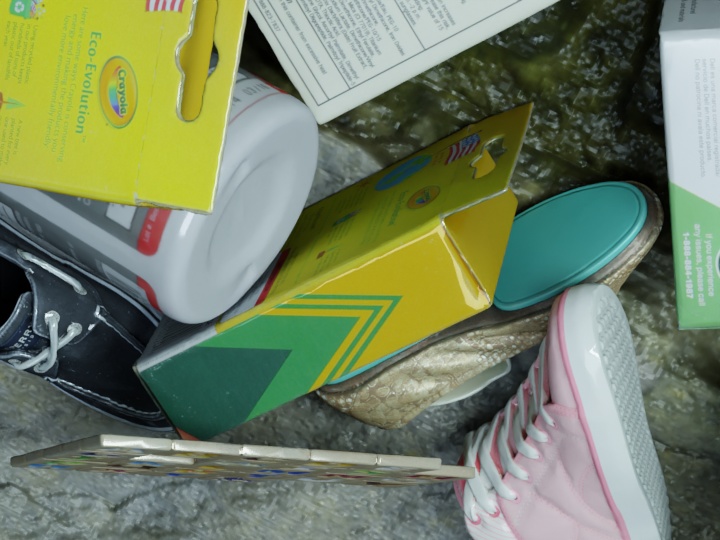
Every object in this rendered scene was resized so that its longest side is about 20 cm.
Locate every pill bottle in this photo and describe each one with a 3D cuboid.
[{"bbox_3d":[-0.129,-0.070,1.059,0.200,0.114,0.114,31,116,18],"label":"pill bottle"}]

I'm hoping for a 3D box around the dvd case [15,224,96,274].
[{"bbox_3d":[-0.192,-0.055,1.169,0.148,0.016,0.200,-10,110,13],"label":"dvd case"}]

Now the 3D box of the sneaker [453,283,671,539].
[{"bbox_3d":[0.088,0.085,1.115,0.104,0.075,0.200,-4,141,14],"label":"sneaker"}]

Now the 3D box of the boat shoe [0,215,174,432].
[{"bbox_3d":[-0.162,0.021,1.149,0.200,0.068,0.072,40,113,-8],"label":"boat shoe"}]

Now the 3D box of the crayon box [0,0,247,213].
[{"bbox_3d":[-0.133,-0.097,0.965,0.199,0.051,0.127,11,92,21],"label":"crayon box"}]

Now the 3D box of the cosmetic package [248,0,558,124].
[{"bbox_3d":[0.047,-0.162,1.040,0.200,0.087,0.104,-25,105,20],"label":"cosmetic package"}]

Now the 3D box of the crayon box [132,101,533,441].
[{"bbox_3d":[0.000,0.000,1.095,0.200,0.127,0.051,-26,106,20],"label":"crayon box"}]

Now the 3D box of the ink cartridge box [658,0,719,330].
[{"bbox_3d":[0.241,-0.056,1.050,0.199,0.084,0.146,-2,113,11],"label":"ink cartridge box"}]

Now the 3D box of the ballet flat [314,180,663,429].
[{"bbox_3d":[0.069,0.020,1.136,0.200,0.071,0.065,-26,133,22],"label":"ballet flat"}]

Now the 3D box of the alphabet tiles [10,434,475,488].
[{"bbox_3d":[-0.054,0.095,1.126,0.199,0.167,0.008,6,80,-22],"label":"alphabet tiles"}]
